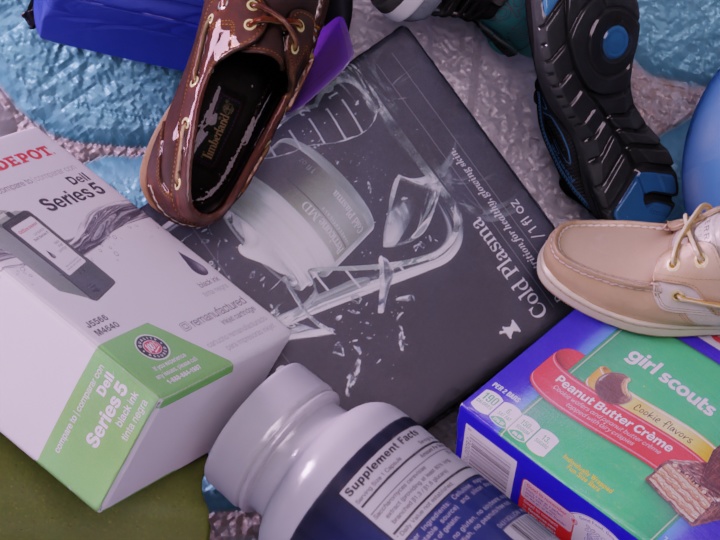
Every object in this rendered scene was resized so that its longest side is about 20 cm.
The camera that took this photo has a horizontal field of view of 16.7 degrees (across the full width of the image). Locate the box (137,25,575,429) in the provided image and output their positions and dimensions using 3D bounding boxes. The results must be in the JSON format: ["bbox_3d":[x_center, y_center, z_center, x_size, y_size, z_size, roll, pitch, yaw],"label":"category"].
[{"bbox_3d":[0.000,0.000,1.447,0.196,0.124,0.200,-36,85,-11],"label":"box"}]

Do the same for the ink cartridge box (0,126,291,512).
[{"bbox_3d":[-0.161,0.021,1.327,0.200,0.145,0.084,38,117,14],"label":"ink cartridge box"}]

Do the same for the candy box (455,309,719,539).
[{"bbox_3d":[0.178,0.089,1.367,0.169,0.077,0.200,36,53,25],"label":"candy box"}]

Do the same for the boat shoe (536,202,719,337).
[{"bbox_3d":[0.199,-0.004,1.355,0.199,0.069,0.074,11,46,5],"label":"boat shoe"}]

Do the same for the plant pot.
[{"bbox_3d":[-0.189,0.136,1.375,0.189,0.200,0.201,7,78,-19],"label":"plant pot"}]

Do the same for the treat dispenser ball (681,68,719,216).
[{"bbox_3d":[0.291,-0.057,1.455,0.200,0.201,0.202,2,79,-7],"label":"treat dispenser ball"}]

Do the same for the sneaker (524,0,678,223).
[{"bbox_3d":[0.127,-0.113,1.463,0.073,0.082,0.201,-28,121,-21],"label":"sneaker"}]

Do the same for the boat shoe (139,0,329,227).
[{"bbox_3d":[-0.058,-0.117,1.346,0.070,0.070,0.201,20,88,-20],"label":"boat shoe"}]

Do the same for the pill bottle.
[{"bbox_3d":[0.016,0.141,1.298,0.200,0.111,0.111,38,76,16],"label":"pill bottle"}]

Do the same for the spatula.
[{"bbox_3d":[-0.020,-0.137,1.445,0.056,0.200,0.021,-41,100,16],"label":"spatula"}]

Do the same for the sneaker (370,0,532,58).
[{"bbox_3d":[0.076,-0.172,1.476,0.121,0.200,0.084,39,119,-9],"label":"sneaker"}]

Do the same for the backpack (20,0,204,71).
[{"bbox_3d":[-0.096,-0.235,1.458,0.162,0.168,0.201,13,75,-17],"label":"backpack"}]
